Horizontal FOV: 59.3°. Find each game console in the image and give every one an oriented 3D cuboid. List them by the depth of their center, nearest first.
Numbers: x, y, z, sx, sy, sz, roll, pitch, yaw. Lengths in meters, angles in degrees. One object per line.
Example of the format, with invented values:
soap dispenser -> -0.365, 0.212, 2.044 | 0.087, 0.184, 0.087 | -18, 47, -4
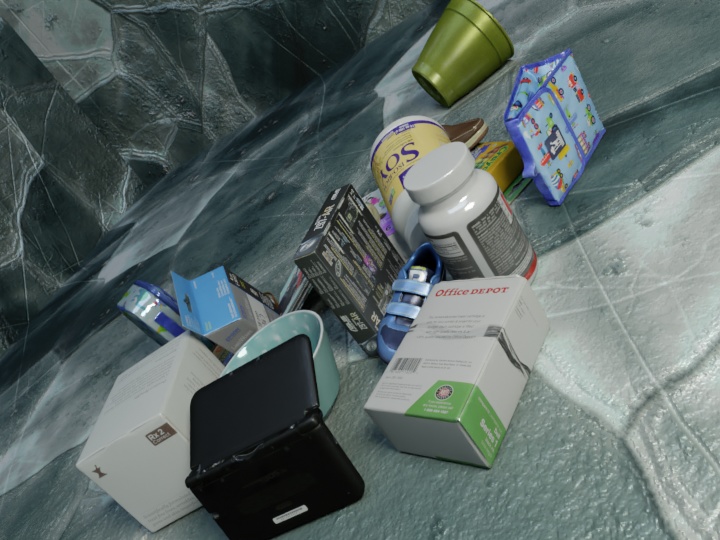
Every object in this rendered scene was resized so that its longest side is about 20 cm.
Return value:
game console -> -0.108, 0.212, 0.781 | 0.197, 0.178, 0.117 | -29, 15, 19

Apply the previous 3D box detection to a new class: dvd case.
dvd case -> -0.104, 0.008, 1.162 | 0.202, 0.022, 0.147 | -57, 17, 25

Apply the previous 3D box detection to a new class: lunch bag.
lunch bag -> 0.280, -0.207, 0.961 | 0.093, 0.152, 0.201 | -8, 38, 45
lunch bag -> -0.372, 0.109, 1.244 | 0.083, 0.200, 0.160 | -53, 27, -17

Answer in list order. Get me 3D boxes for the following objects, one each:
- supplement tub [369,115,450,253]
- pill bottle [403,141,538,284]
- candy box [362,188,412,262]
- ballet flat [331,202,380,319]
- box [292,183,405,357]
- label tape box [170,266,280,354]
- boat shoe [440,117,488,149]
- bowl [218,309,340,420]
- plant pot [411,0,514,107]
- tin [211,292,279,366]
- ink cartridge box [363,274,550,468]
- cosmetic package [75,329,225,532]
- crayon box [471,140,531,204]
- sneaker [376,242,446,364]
supplement tub -> 0.104, -0.133, 1.022 | 0.144, 0.145, 0.203 | -30, 51, 14
pill bottle -> 0.146, -0.059, 0.838 | 0.114, 0.201, 0.117 | -28, 27, 16
candy box -> 0.013, -0.059, 1.159 | 0.166, 0.072, 0.202 | -30, 28, 17
ballet flat -> -0.015, -0.013, 1.025 | 0.066, 0.062, 0.205 | 10, 86, 14
box -> 0.000, 0.000, 0.934 | 0.043, 0.201, 0.162 | -17, 33, 35
label tape box -> -0.211, 0.070, 1.053 | 0.063, 0.199, 0.145 | -42, 42, 9
boat shoe -> 0.139, -0.239, 1.170 | 0.200, 0.075, 0.075 | -23, 25, 41
bowl -> -0.106, 0.167, 0.910 | 0.198, 0.106, 0.202 | -30, 26, 16
plant pot -> 0.227, -0.504, 1.502 | 0.193, 0.200, 0.201 | -48, 25, 6
tin -> -0.221, 0.124, 1.210 | 0.110, 0.042, 0.202 | -11, 36, 37
ink cartridge box -> 0.116, 0.109, 0.736 | 0.144, 0.085, 0.201 | -6, 40, 48
cosmetic package -> -0.285, 0.238, 0.957 | 0.163, 0.166, 0.201 | -31, 26, 15
crayon box -> 0.207, -0.166, 1.108 | 0.126, 0.052, 0.199 | -46, 27, -16
sneaker -> 0.071, 0.044, 0.885 | 0.072, 0.083, 0.202 | 12, 48, 14
